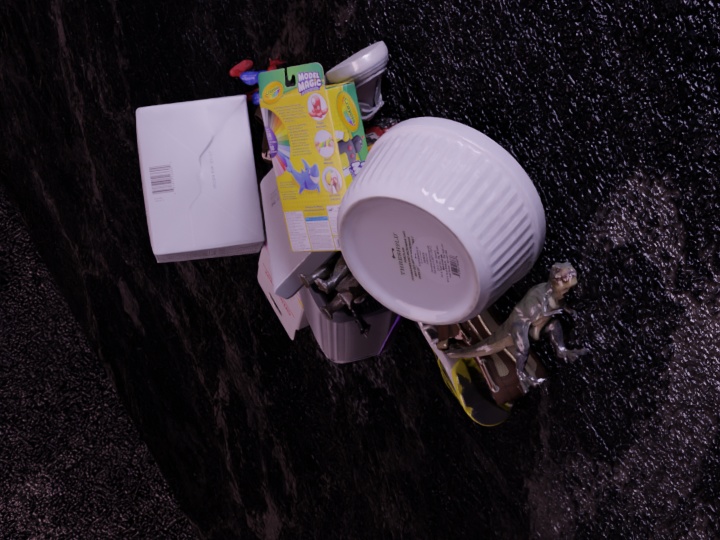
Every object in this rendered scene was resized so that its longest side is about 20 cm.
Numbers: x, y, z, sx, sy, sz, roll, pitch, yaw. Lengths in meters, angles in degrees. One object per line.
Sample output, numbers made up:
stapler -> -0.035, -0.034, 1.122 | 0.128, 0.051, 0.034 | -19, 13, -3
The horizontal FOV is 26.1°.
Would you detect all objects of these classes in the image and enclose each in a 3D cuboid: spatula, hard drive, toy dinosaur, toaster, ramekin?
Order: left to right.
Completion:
hard drive -> -0.063, -0.077, 1.818 | 0.132, 0.027, 0.200 | -45, 34, 28
toaster -> -0.014, 0.022, 1.876 | 0.129, 0.114, 0.200 | 91, 160, -56
toy dinosaur -> 0.000, 0.000, 1.691 | 0.077, 0.102, 0.200 | 51, 159, -3
spatula -> 0.051, 0.003, 1.732 | 0.021, 0.057, 0.200 | 15, 106, 12
ramekin -> 0.071, -0.040, 1.523 | 0.200, 0.105, 0.200 | 22, 138, 22
toy dinosaur -> 0.172, 0.066, 1.548 | 0.200, 0.047, 0.088 | -43, 74, 41

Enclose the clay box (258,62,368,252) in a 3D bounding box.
clay box -> -0.043, -0.121, 1.658 | 0.115, 0.048, 0.200 | -1, 103, 48

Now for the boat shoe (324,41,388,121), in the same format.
boat shoe -> -0.006, -0.195, 1.701 | 0.069, 0.072, 0.200 | 57, 158, -4

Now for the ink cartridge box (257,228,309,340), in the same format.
ink cartridge box -> -0.078, -0.002, 2.084 | 0.117, 0.067, 0.200 | 59, 158, 19

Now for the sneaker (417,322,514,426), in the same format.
sneaker -> 0.104, 0.081, 1.732 | 0.085, 0.074, 0.200 | 143, 107, -79

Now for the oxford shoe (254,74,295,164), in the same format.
oxford shoe -> -0.064, -0.135, 1.769 | 0.073, 0.084, 0.200 | 44, -172, -44

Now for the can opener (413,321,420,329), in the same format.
can opener -> 0.049, -0.030, 1.798 | 0.200, 0.053, 0.067 | 64, -168, 2

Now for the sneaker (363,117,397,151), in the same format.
sneaker -> 0.049, -0.106, 1.674 | 0.200, 0.078, 0.082 | 43, 155, 64

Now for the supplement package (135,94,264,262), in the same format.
supplement package -> -0.211, -0.115, 2.048 | 0.200, 0.147, 0.191 | 147, 116, -83

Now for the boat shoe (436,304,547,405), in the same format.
boat shoe -> 0.108, 0.056, 1.646 | 0.202, 0.075, 0.075 | 50, 178, 21

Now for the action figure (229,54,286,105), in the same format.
action figure -> -0.106, -0.227, 1.929 | 0.200, 0.052, 0.065 | 35, 149, 64
